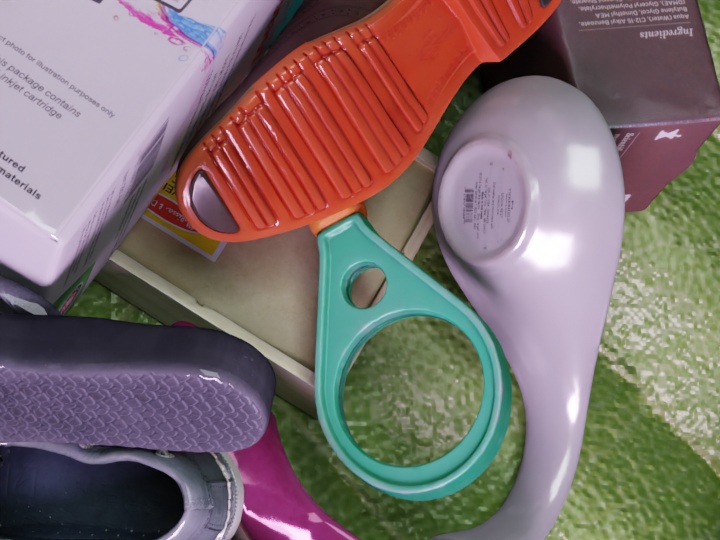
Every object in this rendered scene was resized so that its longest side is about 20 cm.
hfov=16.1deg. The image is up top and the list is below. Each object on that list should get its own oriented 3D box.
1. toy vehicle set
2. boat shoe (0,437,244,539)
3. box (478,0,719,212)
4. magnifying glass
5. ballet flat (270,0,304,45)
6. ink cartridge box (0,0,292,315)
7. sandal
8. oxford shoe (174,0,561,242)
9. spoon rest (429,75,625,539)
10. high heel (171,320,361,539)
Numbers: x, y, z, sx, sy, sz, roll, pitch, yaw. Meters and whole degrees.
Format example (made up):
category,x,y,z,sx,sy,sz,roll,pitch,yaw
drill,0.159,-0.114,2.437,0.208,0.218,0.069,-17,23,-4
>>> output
category,x,y,z,sx,sy,sz,roll,pitch,yaw
toy vehicle set,-0.070,-0.043,1.077,0.199,0.027,0.125,32,63,-1
boat shoe,-0.145,0.079,0.955,0.199,0.062,0.073,5,90,7
box,0.091,-0.133,1.122,0.074,0.100,0.201,-6,69,-18
magnifying glass,0.000,0.000,1.038,0.079,0.022,0.201,-28,66,12
ballet flat,-0.047,-0.169,1.118,0.072,0.072,0.200,-38,85,-26
ink cartridge box,-0.103,-0.077,0.984,0.084,0.145,0.200,34,63,1
sandal,-0.128,0.030,0.922,0.199,0.076,0.043,7,57,5
oxford shoe,-0.002,-0.085,1.040,0.200,0.072,0.071,-38,124,-15
spoon rest,0.066,0.020,1.051,0.060,0.099,0.202,5,90,-45
high heel,-0.006,0.100,1.014,0.096,0.067,0.201,-25,92,-14
